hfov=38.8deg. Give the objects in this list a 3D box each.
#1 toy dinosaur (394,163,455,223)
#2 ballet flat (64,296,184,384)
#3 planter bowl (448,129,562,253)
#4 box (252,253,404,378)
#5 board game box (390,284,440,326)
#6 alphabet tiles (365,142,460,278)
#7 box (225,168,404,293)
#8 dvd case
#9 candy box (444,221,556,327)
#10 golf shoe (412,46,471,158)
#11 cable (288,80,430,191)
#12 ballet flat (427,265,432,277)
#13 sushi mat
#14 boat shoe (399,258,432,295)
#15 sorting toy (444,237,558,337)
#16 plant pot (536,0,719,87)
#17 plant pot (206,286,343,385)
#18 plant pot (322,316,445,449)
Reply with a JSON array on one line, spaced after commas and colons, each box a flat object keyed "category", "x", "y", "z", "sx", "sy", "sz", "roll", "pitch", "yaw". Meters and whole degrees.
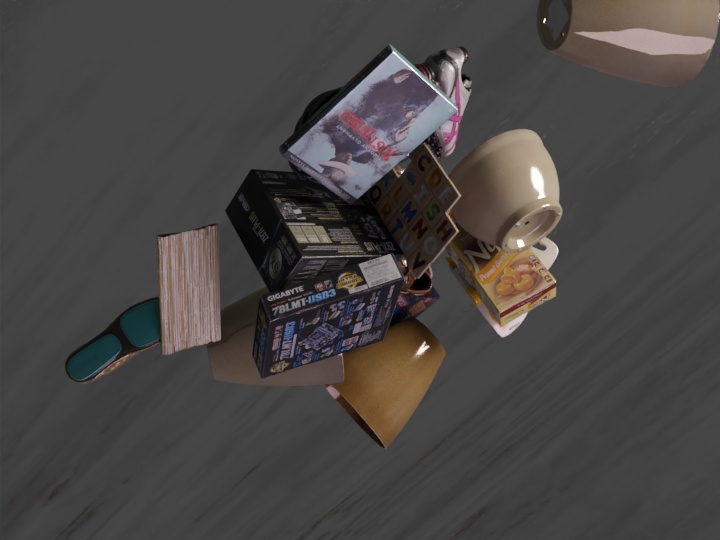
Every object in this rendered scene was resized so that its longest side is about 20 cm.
[{"category": "toy dinosaur", "x": 0.090, "y": -0.102, "z": 1.603, "sx": 0.199, "sy": 0.102, "sz": 0.136, "roll": 26, "pitch": 100, "yaw": -28}, {"category": "ballet flat", "x": -0.347, "y": 0.101, "z": 1.518, "sx": 0.199, "sy": 0.071, "sz": 0.071, "roll": -33, "pitch": 153, "yaw": -2}, {"category": "planter bowl", "x": 0.252, "y": -0.116, "z": 1.703, "sx": 0.199, "sy": 0.135, "sz": 0.201, "roll": -25, "pitch": 153, "yaw": -14}, {"category": "box", "x": -0.049, "y": 0.067, "z": 1.428, "sx": 0.197, "sy": 0.050, "sz": 0.200, "roll": -16, "pitch": 154, "yaw": -16}, {"category": "board game box", "x": 0.038, "y": 0.064, "z": 1.856, "sx": 0.199, "sy": 0.062, "sz": 0.200, "roll": -34, "pitch": 153, "yaw": 1}, {"category": "alphabet tiles", "x": 0.062, "y": -0.096, "z": 1.460, "sx": 0.008, "sy": 0.201, "sz": 0.167, "roll": 1, "pitch": 138, "yaw": -43}, {"category": "box", "x": -0.064, "y": -0.053, "z": 1.441, "sx": 0.199, "sy": 0.164, "sz": 0.086, "roll": -3, "pitch": 141, "yaw": -45}, {"category": "dvd case", "x": 0.011, "y": -0.185, "z": 1.336, "sx": 0.200, "sy": 0.022, "sz": 0.146, "roll": -39, "pitch": 134, "yaw": 20}, {"category": "candy box", "x": 0.240, "y": -0.013, "z": 1.784, "sx": 0.115, "sy": 0.201, "sz": 0.055, "roll": -28, "pitch": 149, "yaw": -8}, {"category": "golf shoe", "x": 0.124, "y": -0.231, "z": 1.443, "sx": 0.092, "sy": 0.073, "sz": 0.200, "roll": -30, "pitch": 153, "yaw": -8}, {"category": "cable", "x": -0.007, "y": -0.183, "z": 1.374, "sx": 0.199, "sy": 0.051, "sz": 0.164, "roll": -21, "pitch": 142, "yaw": 5}, {"category": "ballet flat", "x": 0.071, "y": -0.019, "z": 1.747, "sx": 0.069, "sy": 0.070, "sz": 0.200, "roll": -41, "pitch": 152, "yaw": 17}, {"category": "sushi mat", "x": -0.245, "y": 0.029, "z": 1.469, "sx": 0.095, "sy": 0.012, "sz": 0.201, "roll": -16, "pitch": 126, "yaw": -31}, {"category": "boat shoe", "x": 0.060, "y": -0.002, "z": 1.611, "sx": 0.200, "sy": 0.070, "sz": 0.071, "roll": 20, "pitch": 84, "yaw": -66}, {"category": "sorting toy", "x": 0.265, "y": -0.015, "z": 1.868, "sx": 0.180, "sy": 0.200, "sz": 0.107, "roll": -39, "pitch": 130, "yaw": 6}, {"category": "plant pot", "x": 0.352, "y": -0.348, "z": 1.403, "sx": 0.198, "sy": 0.188, "sz": 0.188, "roll": -3, "pitch": 144, "yaw": -21}, {"category": "plant pot", "x": -0.144, "y": 0.105, "z": 1.619, "sx": 0.198, "sy": 0.189, "sz": 0.188, "roll": -11, "pitch": 149, "yaw": -8}, {"category": "plant pot", "x": 0.053, "y": 0.186, "z": 1.837, "sx": 0.200, "sy": 0.186, "sz": 0.187, "roll": -41, "pitch": 155, "yaw": -10}]
